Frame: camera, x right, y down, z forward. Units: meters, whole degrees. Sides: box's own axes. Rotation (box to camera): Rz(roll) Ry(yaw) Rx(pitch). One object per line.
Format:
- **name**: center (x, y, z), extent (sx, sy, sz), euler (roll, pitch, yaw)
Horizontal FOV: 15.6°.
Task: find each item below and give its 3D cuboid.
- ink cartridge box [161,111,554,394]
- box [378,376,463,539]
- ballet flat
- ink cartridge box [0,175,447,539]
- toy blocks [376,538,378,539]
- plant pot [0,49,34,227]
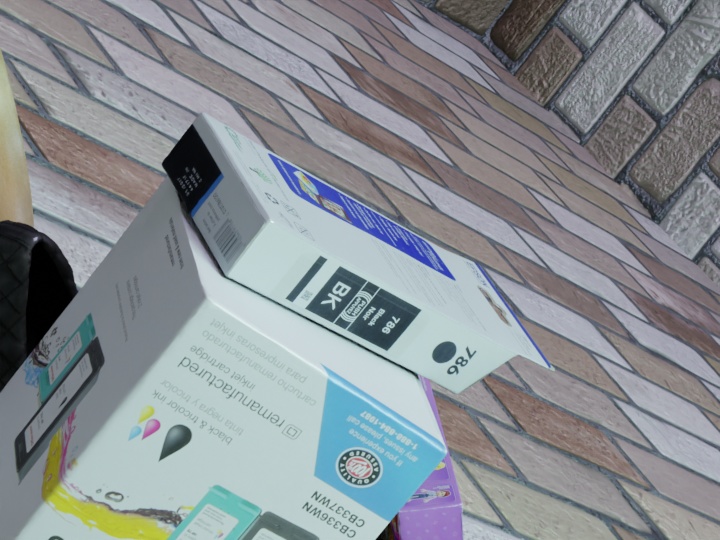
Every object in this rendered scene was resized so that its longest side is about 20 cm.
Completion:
- **ink cartridge box**: center (0.000, 0.000, 1.268), extent (0.199, 0.039, 0.100), euler (27, 18, -37)
- **box**: center (0.031, 0.144, 1.540), extent (0.039, 0.138, 0.200), euler (-5, 27, -4)
- **ballet flat**: center (-0.150, 0.067, 1.343), extent (0.057, 0.066, 0.201), euler (4, -55, 51)
- **ink cartridge box**: center (-0.085, 0.092, 1.256), extent (0.146, 0.200, 0.146), euler (33, 15, -23)
- **toy blocks**: center (-0.040, 0.139, 1.501), extent (0.137, 0.100, 0.200), euler (50, 2, -8)
- **plant pot**: center (-0.219, -0.086, 1.445), extent (0.200, 0.027, 0.202), euler (-11, 90, -87)
